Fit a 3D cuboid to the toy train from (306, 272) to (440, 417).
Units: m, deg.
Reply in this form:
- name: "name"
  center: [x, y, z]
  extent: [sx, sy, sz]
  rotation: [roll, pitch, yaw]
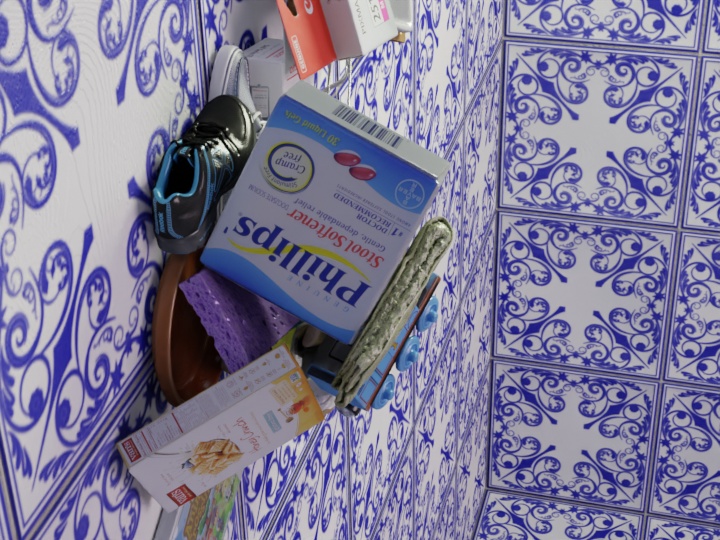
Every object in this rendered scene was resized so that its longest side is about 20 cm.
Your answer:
- name: "toy train"
  center: [0.021, 0.072, 1.558]
  extent: [0.200, 0.086, 0.114]
  rotation: [-60, 155, -13]

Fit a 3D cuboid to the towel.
- name: "towel"
  center: [0.032, 0.045, 1.431]
  extent: [0.200, 0.036, 0.148]
  rotation: [-60, 180, -23]

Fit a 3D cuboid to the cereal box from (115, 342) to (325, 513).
- name: "cereal box"
  center: [-0.141, 0.167, 1.400]
  extent: [0.040, 0.200, 0.144]
  rotation: [55, -7, 28]

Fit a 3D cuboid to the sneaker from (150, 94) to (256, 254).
- name: "sneaker"
  center: [-0.159, -0.114, 1.381]
  extent: [0.082, 0.073, 0.201]
  rotation: [81, 21, -53]

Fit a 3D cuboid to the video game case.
- name: "video game case"
  center: [-0.186, 0.276, 1.579]
  extent: [0.182, 0.022, 0.201]
  rotation: [75, 26, -57]

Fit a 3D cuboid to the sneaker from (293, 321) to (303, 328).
- name: "sneaker"
  center: [-0.080, 0.013, 1.600]
  extent: [0.200, 0.071, 0.080]
  rotation: [-49, 150, 20]

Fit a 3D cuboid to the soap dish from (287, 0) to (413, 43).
- name: "soap dish"
  center: [-0.016, -0.373, 1.687]
  extent: [0.200, 0.081, 0.158]
  rotation: [0, 85, -56]

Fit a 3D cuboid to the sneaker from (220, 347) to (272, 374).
- name: "sneaker"
  center: [-0.109, 0.115, 1.551]
  extent: [0.071, 0.075, 0.200]
  rotation: [-56, 169, -20]

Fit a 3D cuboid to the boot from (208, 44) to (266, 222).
- name: "boot"
  center: [-0.117, -0.147, 1.500]
  extent: [0.073, 0.090, 0.201]
  rotation: [-47, 142, -67]

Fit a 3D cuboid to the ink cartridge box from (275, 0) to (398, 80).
- name: "ink cartridge box"
  center: [-0.038, -0.337, 1.537]
  extent: [0.174, 0.043, 0.201]
  rotation: [-42, 120, -53]

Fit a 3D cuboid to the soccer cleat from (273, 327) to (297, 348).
- name: "soccer cleat"
  center: [-0.092, 0.030, 1.757]
  extent: [0.201, 0.064, 0.084]
  rotation: [-75, 165, -46]

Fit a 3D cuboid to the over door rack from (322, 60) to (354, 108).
- name: "over door rack"
  center: [-0.041, -0.244, 1.783]
  extent: [0.148, 0.066, 0.201]
  rotation: [67, 12, -65]

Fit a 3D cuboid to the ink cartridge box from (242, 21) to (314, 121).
- name: "ink cartridge box"
  center: [-0.102, -0.202, 1.585]
  extent: [0.117, 0.067, 0.201]
  rotation: [-50, 146, -64]

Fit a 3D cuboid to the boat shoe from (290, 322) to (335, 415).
- name: "boat shoe"
  center: [-0.050, 0.087, 1.646]
  extent: [0.200, 0.070, 0.070]
  rotation: [-86, 165, -51]

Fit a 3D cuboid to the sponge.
- name: "sponge"
  center: [-0.121, 0.030, 1.457]
  extent: [0.112, 0.030, 0.200]
  rotation: [59, 21, -6]

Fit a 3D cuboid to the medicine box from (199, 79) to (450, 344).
- name: "medicine box"
  center: [-0.035, -0.060, 1.379]
  extent: [0.200, 0.182, 0.103]
  rotation: [-62, 179, 19]

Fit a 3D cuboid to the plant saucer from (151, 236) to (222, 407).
- name: "plant saucer"
  center: [-0.182, 0.050, 1.461]
  extent: [0.200, 0.032, 0.201]
  rotation: [6, 90, -76]

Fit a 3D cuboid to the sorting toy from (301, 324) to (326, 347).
- name: "sorting toy"
  center: [0.000, 0.000, 1.591]
  extent: [0.186, 0.036, 0.200]
  rotation: [-67, 161, 9]
